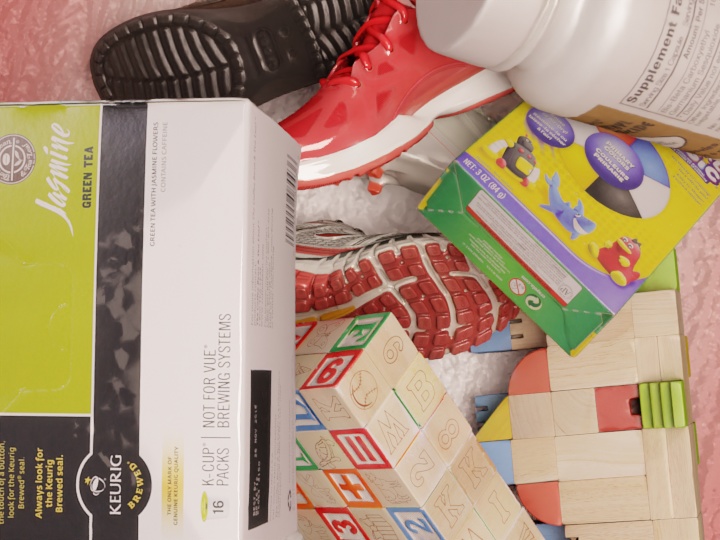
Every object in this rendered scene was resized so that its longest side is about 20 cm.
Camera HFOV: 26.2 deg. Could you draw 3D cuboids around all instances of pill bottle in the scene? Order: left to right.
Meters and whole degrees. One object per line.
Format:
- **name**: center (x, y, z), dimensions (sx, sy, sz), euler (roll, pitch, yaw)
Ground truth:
- **pill bottle**: center (0.134, -0.131, 0.801), dimensions (0.198, 0.114, 0.116), euler (12, 87, -26)

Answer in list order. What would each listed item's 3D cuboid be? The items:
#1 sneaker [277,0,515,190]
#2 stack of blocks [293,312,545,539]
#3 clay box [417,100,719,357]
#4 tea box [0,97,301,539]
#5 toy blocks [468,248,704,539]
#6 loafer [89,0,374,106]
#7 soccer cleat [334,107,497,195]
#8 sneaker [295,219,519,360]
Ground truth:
- **sneaker**: center (0.008, -0.129, 0.836), dimensions (0.199, 0.078, 0.117), euler (-30, 115, -27)
- **stack of blocks**: center (0.015, 0.121, 0.855), dimensions (0.201, 0.114, 0.059), euler (56, 51, -22)
- **clay box**: center (0.131, -0.051, 0.853), dimensions (0.115, 0.048, 0.200), euler (43, 46, 5)
- **tea box**: center (-0.133, 0.030, 0.734), dimensions (0.194, 0.134, 0.203), euler (1, 86, 8)
- **toy blocks**: center (0.123, 0.094, 0.893), dimensions (0.135, 0.100, 0.203), euler (-6, 85, 15)
- **loafer**: center (-0.066, -0.132, 0.927), dimensions (0.198, 0.071, 0.074), euler (-8, 105, 17)
- **soccer cleat**: center (0.067, -0.068, 0.911), dimensions (0.198, 0.069, 0.078), euler (19, 71, 2)
- **sneaker**: center (0.000, 0.000, 0.895), dimensions (0.197, 0.083, 0.079), euler (-2, 124, 10)
